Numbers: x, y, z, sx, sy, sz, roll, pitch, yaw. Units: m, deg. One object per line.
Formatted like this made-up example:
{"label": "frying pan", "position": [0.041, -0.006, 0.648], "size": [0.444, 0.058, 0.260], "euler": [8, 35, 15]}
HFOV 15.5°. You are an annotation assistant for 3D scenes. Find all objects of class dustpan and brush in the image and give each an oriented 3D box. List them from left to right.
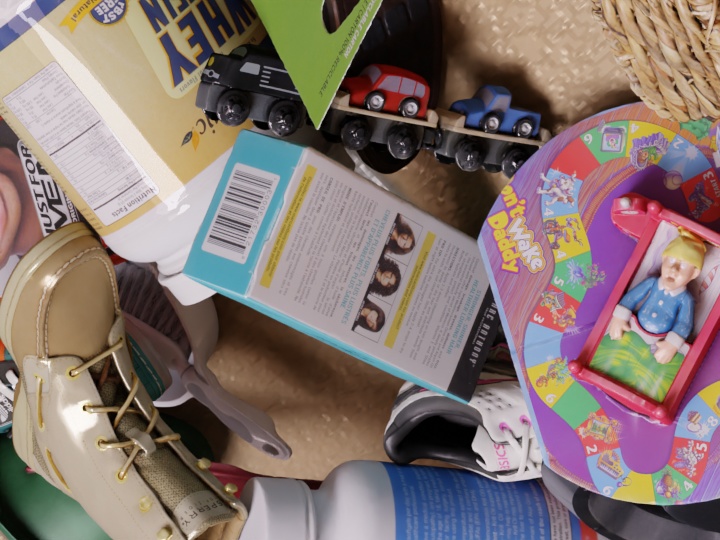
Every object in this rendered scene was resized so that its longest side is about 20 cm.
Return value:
{"label": "dustpan and brush", "position": [-0.113, 0.046, 1.596], "size": [0.199, 0.057, 0.140], "euler": [31, 138, 13]}

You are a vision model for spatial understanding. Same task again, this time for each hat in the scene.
{"label": "hat", "position": [-0.118, 0.098, 1.625], "size": [0.200, 0.166, 0.176], "euler": [40, 115, 1]}

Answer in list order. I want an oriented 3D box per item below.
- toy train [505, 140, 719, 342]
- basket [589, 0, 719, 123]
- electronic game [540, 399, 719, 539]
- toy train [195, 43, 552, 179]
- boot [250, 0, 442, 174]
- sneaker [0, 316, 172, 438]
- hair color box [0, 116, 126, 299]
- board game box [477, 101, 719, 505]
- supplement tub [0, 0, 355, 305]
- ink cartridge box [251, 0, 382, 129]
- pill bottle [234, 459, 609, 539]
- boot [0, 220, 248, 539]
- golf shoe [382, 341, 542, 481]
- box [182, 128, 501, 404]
{"label": "toy train", "position": [0.175, 0.004, 1.338], "size": [0.199, 0.085, 0.116], "euler": [13, 114, 23]}
{"label": "basket", "position": [0.181, -0.165, 1.128], "size": [0.148, 0.143, 0.201], "euler": [3, 126, 37]}
{"label": "electronic game", "position": [0.193, 0.111, 1.373], "size": [0.199, 0.042, 0.200], "euler": [7, 156, 3]}
{"label": "toy train", "position": [0.011, -0.082, 1.333], "size": [0.034, 0.199, 0.046], "euler": [23, 102, 62]}
{"label": "boot", "position": [-0.019, -0.148, 1.369], "size": [0.097, 0.075, 0.201], "euler": [28, 141, 44]}
{"label": "sneaker", "position": [-0.190, 0.068, 1.598], "size": [0.200, 0.080, 0.072], "euler": [0, 129, 53]}
{"label": "hair color box", "position": [-0.189, -0.041, 1.557], "size": [0.200, 0.061, 0.102], "euler": [-20, 87, 46]}
{"label": "board game box", "position": [0.142, 0.012, 1.280], "size": [0.157, 0.039, 0.201], "euler": [-19, 76, 11]}
{"label": "supplement tub", "position": [-0.110, -0.096, 1.409], "size": [0.200, 0.144, 0.144], "euler": [51, 138, -11]}
{"label": "ink cartridge box", "position": [-0.060, -0.188, 1.252], "size": [0.148, 0.075, 0.200], "euler": [-61, 43, 38]}
{"label": "pill bottle", "position": [0.032, 0.164, 1.479], "size": [0.199, 0.113, 0.112], "euler": [7, 141, -16]}
{"label": "boot", "position": [-0.127, 0.082, 1.443], "size": [0.155, 0.073, 0.201], "euler": [43, 145, 29]}
{"label": "golf shoe", "position": [0.107, 0.088, 1.441], "size": [0.199, 0.092, 0.073], "euler": [1, 124, 35]}
{"label": "box", "position": [0.000, 0.000, 1.371], "size": [0.049, 0.083, 0.200], "euler": [19, 174, 40]}
